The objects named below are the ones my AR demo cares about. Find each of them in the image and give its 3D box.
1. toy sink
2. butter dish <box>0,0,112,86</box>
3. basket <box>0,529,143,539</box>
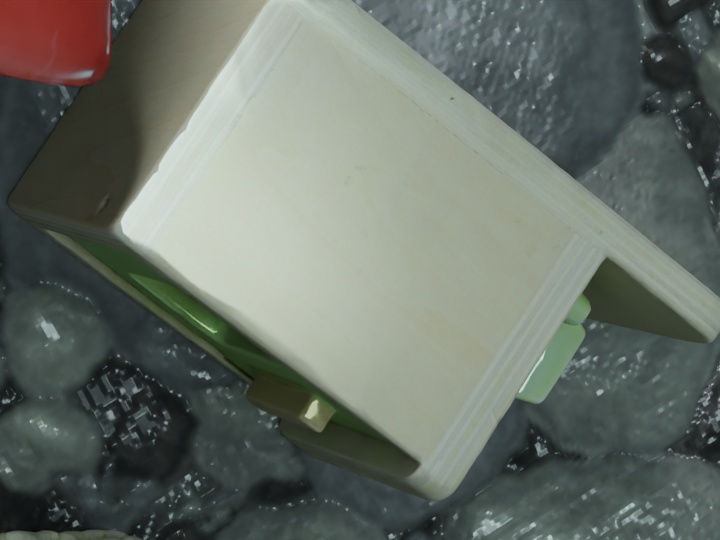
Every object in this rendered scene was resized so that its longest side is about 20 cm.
[{"bbox_3d":[0.000,0.000,0.949,0.200,0.130,0.112,37,81,-22],"label":"toy sink"},{"bbox_3d":[-0.194,-0.131,0.854,0.199,0.148,0.201,10,58,-39],"label":"butter dish"},{"bbox_3d":[-0.112,0.187,0.920,0.123,0.135,0.202,-4,96,-26],"label":"basket"}]
